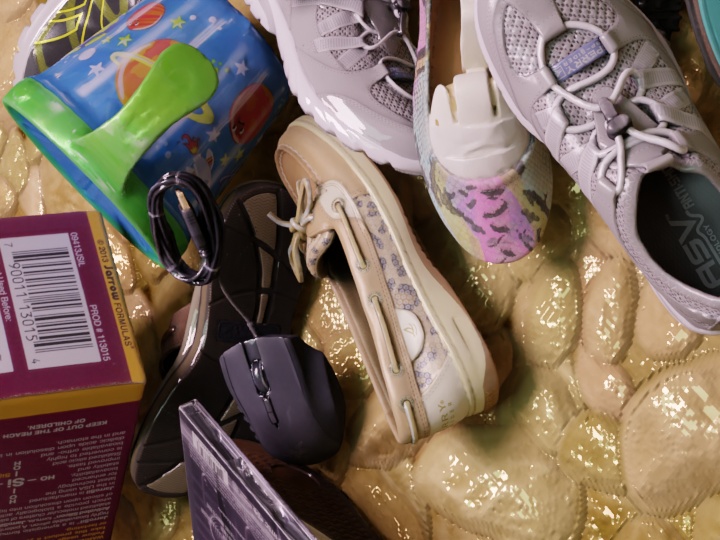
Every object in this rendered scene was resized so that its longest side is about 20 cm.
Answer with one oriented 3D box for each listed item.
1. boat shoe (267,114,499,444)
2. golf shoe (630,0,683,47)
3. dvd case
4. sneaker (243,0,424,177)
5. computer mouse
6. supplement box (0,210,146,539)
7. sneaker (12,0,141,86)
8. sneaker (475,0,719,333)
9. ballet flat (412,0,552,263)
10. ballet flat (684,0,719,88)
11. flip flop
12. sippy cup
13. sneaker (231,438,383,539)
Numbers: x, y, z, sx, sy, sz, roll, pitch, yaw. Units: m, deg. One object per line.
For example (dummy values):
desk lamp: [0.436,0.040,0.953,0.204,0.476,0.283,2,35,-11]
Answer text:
boat shoe: [0.000,0.000,0.914,0.201,0.062,0.074,56,164,27]
golf shoe: [0.113,-0.161,0.846,0.088,0.077,0.202,-158,76,-64]
dvd case: [-0.050,0.187,0.925,0.149,0.016,0.201,43,146,41]
sneaker: [-0.002,-0.134,0.931,0.082,0.074,0.201,-48,61,25]
computer mouse: [-0.064,0.034,0.933,0.058,0.034,0.201,-16,120,25]
supplement box: [-0.202,0.078,1.024,0.201,0.102,0.132,109,147,-48]
sneaker: [-0.153,-0.152,1.065,0.085,0.074,0.201,46,117,36]
sneaker: [0.125,-0.061,0.759,0.075,0.082,0.201,-38,89,5]
ballet flat: [0.058,-0.106,0.862,0.068,0.071,0.202,-5,73,4]
ballet flat: [0.168,-0.166,0.776,0.067,0.068,0.201,-19,107,6]
flip flop: [-0.085,0.040,1.004,0.058,0.080,0.202,33,110,57]
sippy cup: [-0.114,-0.094,0.981,0.130,0.140,0.178,-45,42,-10]
sneaker: [-0.028,0.173,0.943,0.200,0.073,0.085,39,110,35]
